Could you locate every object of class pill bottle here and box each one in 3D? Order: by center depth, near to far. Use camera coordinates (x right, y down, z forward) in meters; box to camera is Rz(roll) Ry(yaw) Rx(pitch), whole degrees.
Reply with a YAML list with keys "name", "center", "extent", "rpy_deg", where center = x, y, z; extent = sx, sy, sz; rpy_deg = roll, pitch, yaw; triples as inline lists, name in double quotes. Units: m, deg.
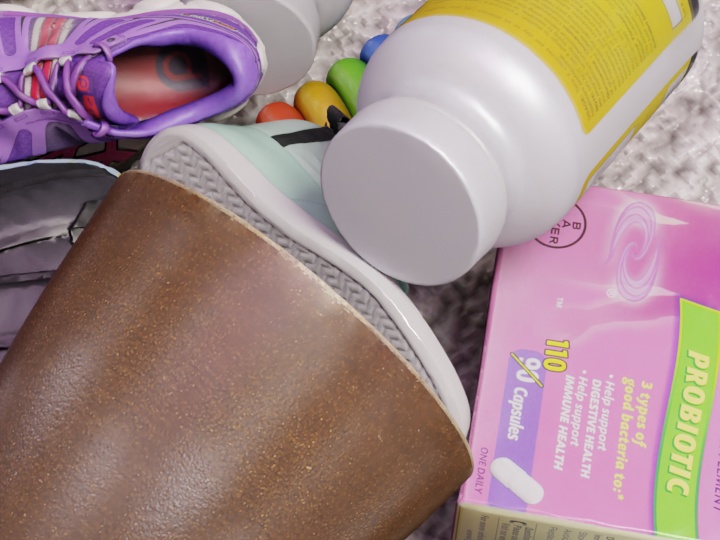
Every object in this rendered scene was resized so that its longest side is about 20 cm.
- name: "pill bottle"
  center: [0.068, -0.081, 0.970]
  extent: [0.112, 0.112, 0.200]
  rpy_deg: [30, 46, 15]
- name: "pill bottle"
  center: [-0.047, -0.187, 1.124]
  extent: [0.104, 0.104, 0.201]
  rpy_deg: [6, 50, 2]

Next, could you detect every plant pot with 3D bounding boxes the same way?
- name: "plant pot"
  center: [-0.088, 0.097, 0.845]
  extent: [0.187, 0.187, 0.200]
  rpy_deg: [35, 74, 17]

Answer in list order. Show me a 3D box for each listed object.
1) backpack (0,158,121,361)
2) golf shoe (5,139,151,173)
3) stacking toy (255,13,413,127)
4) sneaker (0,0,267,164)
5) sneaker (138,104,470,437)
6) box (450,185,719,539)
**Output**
- name: "backpack"
  center: [-0.176, 0.027, 1.010]
  extent: [0.199, 0.154, 0.164]
  rpy_deg: [-26, 59, 7]
- name: "golf shoe"
  center: [-0.161, -0.081, 1.088]
  extent: [0.200, 0.092, 0.073]
  rpy_deg: [-37, 64, -21]
- name: "stacking toy"
  center: [-0.002, -0.077, 1.098]
  extent: [0.199, 0.085, 0.086]
  rpy_deg: [-25, 64, -10]
- name: "sneaker"
  center: [-0.142, -0.089, 1.001]
  extent: [0.199, 0.083, 0.081]
  rpy_deg: [-12, 101, -4]
- name: "sneaker"
  center: [0.000, -0.001, 0.999]
  extent: [0.201, 0.074, 0.118]
  rpy_deg: [48, 32, 15]
- name: "box"
  center: [0.152, 0.066, 1.008]
  extent: [0.199, 0.097, 0.177]
  rpy_deg: [10, 61, 4]
